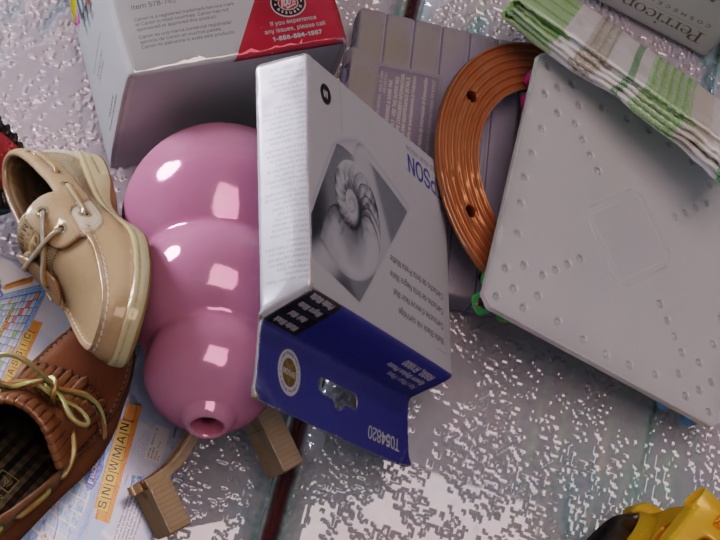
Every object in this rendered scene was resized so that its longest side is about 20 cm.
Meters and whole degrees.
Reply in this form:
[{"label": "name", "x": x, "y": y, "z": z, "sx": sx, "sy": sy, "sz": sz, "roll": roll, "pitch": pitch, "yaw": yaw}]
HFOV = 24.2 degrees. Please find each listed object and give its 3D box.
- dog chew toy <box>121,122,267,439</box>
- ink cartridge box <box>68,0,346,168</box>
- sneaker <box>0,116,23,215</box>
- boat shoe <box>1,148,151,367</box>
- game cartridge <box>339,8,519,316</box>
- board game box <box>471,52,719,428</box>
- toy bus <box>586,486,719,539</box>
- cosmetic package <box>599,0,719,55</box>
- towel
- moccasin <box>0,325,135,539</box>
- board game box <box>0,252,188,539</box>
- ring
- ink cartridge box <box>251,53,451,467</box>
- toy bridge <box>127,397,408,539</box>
[{"label": "dog chew toy", "x": -0.086, "y": 0.010, "z": 1.004, "sx": 0.123, "sy": 0.125, "sz": 0.202, "roll": 9, "pitch": 51, "yaw": -11}, {"label": "ink cartridge box", "x": -0.114, "y": -0.196, "z": 1.100, "sx": 0.144, "sy": 0.145, "sz": 0.202, "roll": -11, "pitch": 74, "yaw": -17}, {"label": "sneaker", "x": -0.301, "y": -0.061, "z": 1.043, "sx": 0.198, "sy": 0.095, "sz": 0.080, "roll": 2, "pitch": 68, "yaw": -41}, {"label": "boat shoe", "x": -0.172, "y": -0.011, "z": 0.985, "sx": 0.064, "sy": 0.072, "sz": 0.200, "roll": 12, "pitch": 23, "yaw": -28}, {"label": "game cartridge", "x": 0.042, "y": -0.076, "z": 1.158, "sx": 0.128, "sy": 0.038, "sz": 0.202, "roll": 10, "pitch": 69, "yaw": -6}, {"label": "board game box", "x": 0.175, "y": -0.019, "z": 1.137, "sx": 0.199, "sy": 0.026, "sz": 0.202, "roll": 27, "pitch": 60, "yaw": -21}, {"label": "toy bus", "x": 0.182, "y": 0.232, "z": 0.995, "sx": 0.136, "sy": 0.192, "sz": 0.200, "roll": 42, "pitch": 68, "yaw": 2}, {"label": "cosmetic package", "x": 0.241, "y": -0.297, "z": 1.195, "sx": 0.166, "sy": 0.200, "sz": 0.168, "roll": 26, "pitch": 66, "yaw": -3}, {"label": "towel", "x": 0.191, "y": -0.134, "z": 1.176, "sx": 0.199, "sy": 0.149, "sz": 0.031, "roll": 36, "pitch": 110, "yaw": 3}, {"label": "moccasin", "x": -0.192, "y": 0.094, "z": 0.955, "sx": 0.073, "sy": 0.078, "sz": 0.201, "roll": 37, "pitch": 49, "yaw": 8}, {"label": "board game box", "x": -0.208, "y": 0.099, "z": 1.026, "sx": 0.197, "sy": 0.041, "sz": 0.202, "roll": 20, "pitch": 67, "yaw": -7}, {"label": "ring", "x": 0.128, "y": -0.060, "z": 1.152, "sx": 0.199, "sy": 0.019, "sz": 0.203, "roll": 13, "pitch": 67, "yaw": -33}, {"label": "ink cartridge box", "x": 0.000, "y": 0.000, "z": 1.011, "sx": 0.040, "sy": 0.199, "sz": 0.203, "roll": -10, "pitch": 69, "yaw": 25}, {"label": "toy bridge", "x": -0.062, "y": 0.095, "z": 1.043, "sx": 0.199, "sy": 0.027, "sz": 0.068, "roll": -25, "pitch": 89, "yaw": -34}]
